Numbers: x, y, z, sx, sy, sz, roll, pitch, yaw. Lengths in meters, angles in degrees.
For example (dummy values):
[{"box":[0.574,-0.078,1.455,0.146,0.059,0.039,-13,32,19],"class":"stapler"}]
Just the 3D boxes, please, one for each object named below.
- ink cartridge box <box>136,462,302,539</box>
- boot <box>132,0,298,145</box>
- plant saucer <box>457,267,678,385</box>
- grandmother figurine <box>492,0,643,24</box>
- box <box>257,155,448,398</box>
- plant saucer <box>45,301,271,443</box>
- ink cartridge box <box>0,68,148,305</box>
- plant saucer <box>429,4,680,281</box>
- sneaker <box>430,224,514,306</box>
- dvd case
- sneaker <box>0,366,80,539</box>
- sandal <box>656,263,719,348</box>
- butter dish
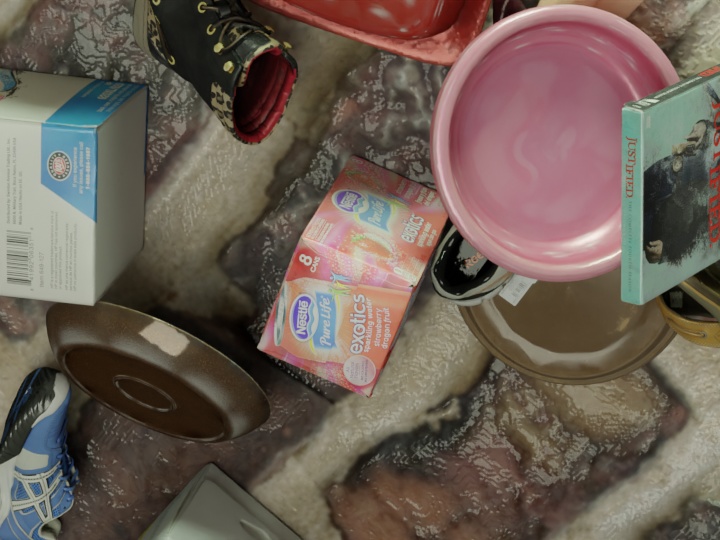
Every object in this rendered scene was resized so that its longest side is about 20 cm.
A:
[{"box":[-0.148,0.298,1.812,0.145,0.145,0.200,40,112,-4],"class":"ink cartridge box"},{"box":[-0.108,-0.203,1.594,0.151,0.073,0.201,49,144,32],"class":"boot"},{"box":[0.166,0.003,1.698,0.199,0.029,0.201,4,112,11],"class":"plant saucer"},{"box":[0.148,-0.182,1.616,0.121,0.060,0.200,46,112,15],"class":"grandmother figurine"},{"box":[0.000,0.000,1.638,0.094,0.200,0.103,24,114,2],"class":"box"},{"box":[-0.169,0.088,1.729,0.199,0.032,0.201,20,155,10],"class":"plant saucer"},{"box":[-0.284,-0.073,1.699,0.198,0.145,0.148,7,110,9],"class":"ink cartridge box"},{"box":[0.143,-0.094,1.571,0.199,0.051,0.202,-2,97,-14],"class":"plant saucer"},{"box":[0.128,-0.047,1.627,0.074,0.080,0.200,42,101,7],"class":"sneaker"},{"box":[0.251,-0.073,1.567,0.022,0.200,0.147,13,114,35],"class":"dvd case"},{"box":[-0.272,0.160,1.825,0.077,0.076,0.201,19,131,-8],"class":"sneaker"},{"box":[0.265,0.032,1.647,0.054,0.080,0.200,-40,115,17],"class":"sandal"},{"box":[0.007,-0.251,1.571,0.198,0.148,0.201,18,113,4],"class":"butter dish"}]
